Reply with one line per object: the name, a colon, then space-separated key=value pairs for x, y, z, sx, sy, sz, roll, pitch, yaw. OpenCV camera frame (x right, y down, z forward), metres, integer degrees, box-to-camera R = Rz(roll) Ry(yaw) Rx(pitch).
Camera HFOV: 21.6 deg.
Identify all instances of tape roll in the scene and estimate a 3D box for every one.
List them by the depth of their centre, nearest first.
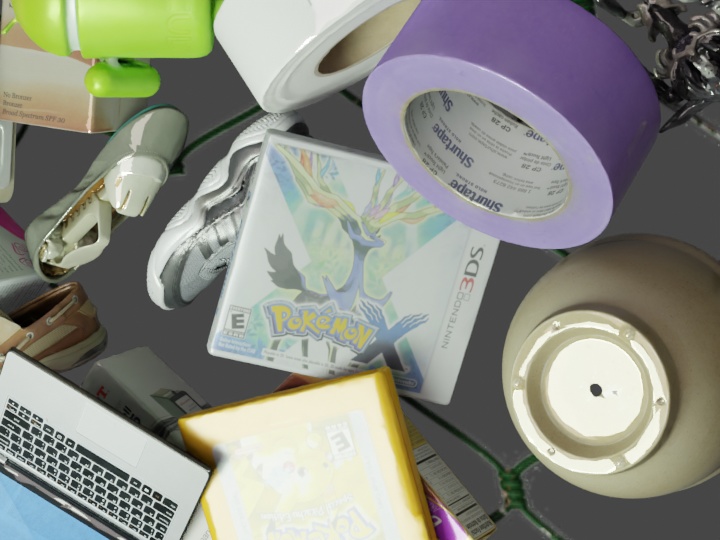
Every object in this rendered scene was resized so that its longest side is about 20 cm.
tape roll: x=0.108 y=-0.111 z=1.358 sx=0.200 sy=0.200 sz=0.085 roll=20 pitch=61 yaw=22
tape roll: x=-0.008 y=-0.201 z=1.401 sx=0.202 sy=0.202 sz=0.071 roll=-36 pitch=81 yaw=25

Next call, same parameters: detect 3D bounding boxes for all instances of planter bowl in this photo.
planter bowl: x=0.187 y=0.078 z=1.381 sx=0.200 sy=0.135 sz=0.200 roll=3 pitch=97 yaw=25

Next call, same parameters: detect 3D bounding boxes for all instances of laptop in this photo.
laptop: x=-0.245 y=0.200 z=1.492 sx=0.187 sy=0.116 sz=0.200 roll=31 pitch=134 yaw=4

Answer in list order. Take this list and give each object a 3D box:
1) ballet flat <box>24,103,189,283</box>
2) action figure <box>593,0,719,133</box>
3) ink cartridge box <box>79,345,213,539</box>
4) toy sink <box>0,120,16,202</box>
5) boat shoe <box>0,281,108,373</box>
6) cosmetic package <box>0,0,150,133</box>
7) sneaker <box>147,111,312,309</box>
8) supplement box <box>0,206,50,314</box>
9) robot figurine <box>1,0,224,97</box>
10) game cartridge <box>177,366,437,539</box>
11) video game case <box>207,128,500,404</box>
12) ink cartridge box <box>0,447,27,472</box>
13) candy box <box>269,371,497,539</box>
ballet flat: x=-0.207 y=-0.057 z=1.586 sx=0.200 sy=0.067 sz=0.064 roll=-40 pitch=49 yaw=29
action figure: x=0.212 y=-0.178 z=1.356 sx=0.200 sy=0.102 sz=0.119 roll=47 pitch=112 yaw=16
ink cartridge box: x=-0.168 y=0.184 z=1.592 sx=0.200 sy=0.084 sz=0.146 roll=41 pitch=112 yaw=15
toy sink: x=-0.364 y=-0.124 z=1.608 sx=0.200 sy=0.112 sz=0.130 roll=11 pitch=102 yaw=43
boat shoe: x=-0.308 y=0.066 z=1.586 sx=0.076 sy=0.200 sz=0.072 roll=11 pitch=120 yaw=48
cosmetic package: x=-0.234 y=-0.220 z=1.570 sx=0.103 sy=0.087 sz=0.200 roll=9 pitch=100 yaw=25
sneaker: x=-0.085 y=-0.023 z=1.521 sx=0.114 sy=0.075 sz=0.200 roll=44 pitch=110 yaw=17
supplement box: x=-0.365 y=0.011 z=1.600 sx=0.101 sy=0.200 sz=0.103 roll=45 pitch=114 yaw=15
robot figurine: x=-0.178 y=-0.221 z=1.454 sx=0.200 sy=0.116 sz=0.176 roll=-1 pitch=94 yaw=-3
game cartridge: x=-0.035 y=0.190 z=1.478 sx=0.176 sy=0.032 sz=0.200 roll=-15 pitch=93 yaw=15
video game case: x=0.000 y=0.000 z=1.462 sx=0.200 sy=0.022 sz=0.182 roll=13 pitch=105 yaw=-13
ink cartridge box: x=-0.339 y=0.194 z=1.629 sx=0.146 sy=0.048 sz=0.200 roll=24 pitch=89 yaw=59
candy box: x=0.001 y=0.171 z=1.526 sx=0.117 sy=0.056 sz=0.200 roll=-44 pitch=76 yaw=23
